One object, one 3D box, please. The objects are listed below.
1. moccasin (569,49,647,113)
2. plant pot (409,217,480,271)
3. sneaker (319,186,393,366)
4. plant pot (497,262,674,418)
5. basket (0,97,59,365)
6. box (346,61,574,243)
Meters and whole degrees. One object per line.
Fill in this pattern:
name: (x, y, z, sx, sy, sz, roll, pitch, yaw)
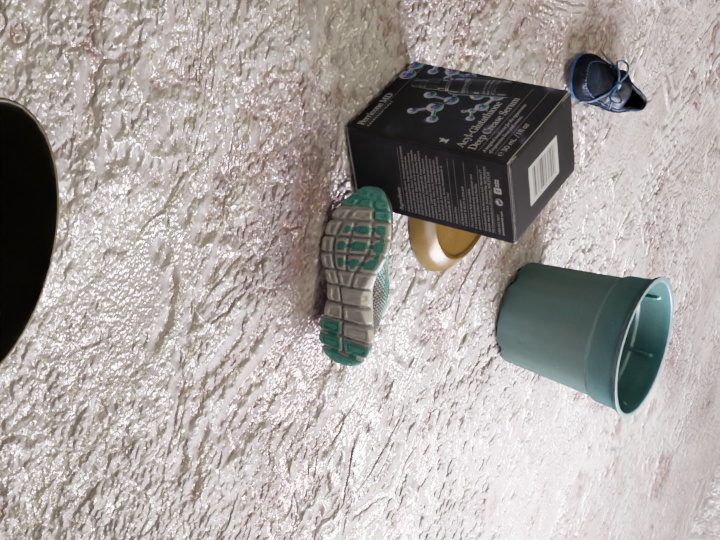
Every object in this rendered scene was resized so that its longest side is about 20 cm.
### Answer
moccasin: (0.359, -0.269, 2.096, 0.200, 0.068, 0.081, 0, 104, -60)
plant pot: (0.122, -0.093, 1.815, 0.200, 0.027, 0.201, -36, 135, -48)
sneaker: (0.000, 0.000, 1.621, 0.091, 0.077, 0.201, -40, 143, -68)
plant pot: (0.309, 0.083, 2.054, 0.200, 0.196, 0.201, -35, 132, -50)
basket: (-0.308, -0.038, 0.908, 0.136, 0.200, 0.181, -2, 107, -61)
box: (0.111, -0.132, 1.595, 0.148, 0.200, 0.107, -49, 142, -39)
